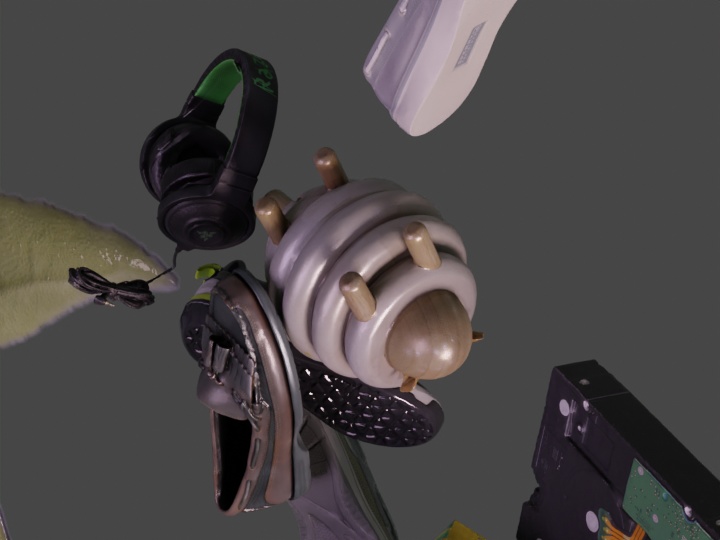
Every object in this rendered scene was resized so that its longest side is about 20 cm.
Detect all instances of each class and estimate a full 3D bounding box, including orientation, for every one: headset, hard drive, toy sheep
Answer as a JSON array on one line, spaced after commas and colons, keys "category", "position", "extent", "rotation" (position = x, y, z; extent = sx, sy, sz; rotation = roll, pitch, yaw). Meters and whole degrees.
[{"category": "headset", "position": [-0.124, -0.060, 1.108], "extent": [0.200, 0.094, 0.124], "rotation": [-63, 27, 21]}, {"category": "hard drive", "position": [0.166, 0.163, 0.955], "extent": [0.200, 0.038, 0.140], "rotation": [49, 139, 50]}, {"category": "toy sheep", "position": [0.000, 0.000, 1.027], "extent": [0.200, 0.138, 0.138], "rotation": [47, 136, 38]}]

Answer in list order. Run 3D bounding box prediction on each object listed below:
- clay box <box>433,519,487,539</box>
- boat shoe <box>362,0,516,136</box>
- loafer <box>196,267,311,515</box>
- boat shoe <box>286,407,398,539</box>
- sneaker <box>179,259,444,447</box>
[{"category": "clay box", "position": [0.073, 0.237, 1.075], "extent": [0.115, 0.048, 0.200], "rotation": [32, 141, -3]}, {"category": "boat shoe", "position": [0.054, -0.169, 0.947], "extent": [0.069, 0.072, 0.200], "rotation": [45, 143, 19]}, {"category": "loafer", "position": [-0.075, 0.088, 1.052], "extent": [0.072, 0.063, 0.200], "rotation": [46, 154, 42]}, {"category": "boat shoe", "position": [-0.011, 0.176, 1.173], "extent": [0.074, 0.065, 0.202], "rotation": [-18, 101, 28]}, {"category": "sneaker", "position": [-0.027, 0.047, 1.115], "extent": [0.200, 0.083, 0.072], "rotation": [26, 142, 3]}]
